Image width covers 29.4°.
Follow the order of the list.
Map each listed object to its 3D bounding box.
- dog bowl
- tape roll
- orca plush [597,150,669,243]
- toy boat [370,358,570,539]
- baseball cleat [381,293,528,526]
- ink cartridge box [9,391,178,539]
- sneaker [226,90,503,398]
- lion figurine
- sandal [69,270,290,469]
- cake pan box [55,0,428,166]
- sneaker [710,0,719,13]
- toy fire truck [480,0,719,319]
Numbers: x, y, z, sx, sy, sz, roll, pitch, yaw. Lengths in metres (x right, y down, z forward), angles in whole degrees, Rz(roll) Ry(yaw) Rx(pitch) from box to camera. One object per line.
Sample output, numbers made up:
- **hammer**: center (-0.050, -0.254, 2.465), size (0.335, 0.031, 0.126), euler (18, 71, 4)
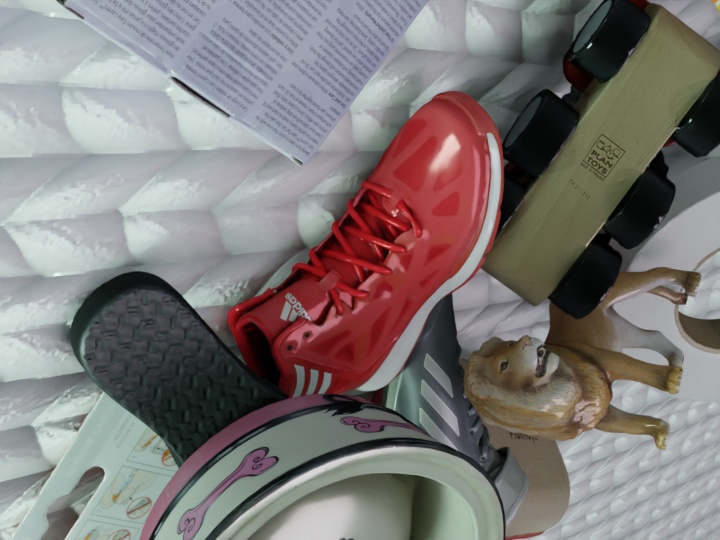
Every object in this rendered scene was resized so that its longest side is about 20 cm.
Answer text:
- **dog bowl**: center (-0.027, 0.151, 0.702), size (0.198, 0.074, 0.202), euler (-16, 126, -23)
- **tape roll**: center (0.263, 0.007, 0.958), size (0.200, 0.037, 0.204), euler (-6, 130, -7)
- **orca plush**: center (0.179, 0.003, 1.018), size (0.070, 0.106, 0.201), euler (-6, 153, -7)
- **toy boat**: center (0.056, 0.140, 0.976), size (0.130, 0.132, 0.199), euler (-28, 160, 22)
- **baseball cleat**: center (0.056, 0.091, 0.849), size (0.070, 0.105, 0.202), euler (-122, -140, -82)
- **ink cartridge box**: center (-0.114, 0.137, 0.791), size (0.199, 0.047, 0.161), euler (22, 107, -45)
- **sneaker**: center (0.000, 0.000, 0.738), size (0.115, 0.078, 0.201), euler (-18, 137, -48)
- **lion figurine**: center (0.140, 0.046, 0.852), size (0.200, 0.121, 0.073), euler (-50, 150, -62)
- **sandal**: center (-0.077, 0.071, 0.706), size (0.075, 0.048, 0.201), euler (-37, 126, -7)
- **cake pan box**: center (-0.024, -0.152, 0.543), size (0.185, 0.052, 0.200), euler (-55, 153, 4)
- **sneaker**: center (0.212, -0.212, 0.806), size (0.070, 0.090, 0.200), euler (-46, -177, 28)
- **toy fire truck**: center (0.145, -0.072, 0.849), size (0.177, 0.128, 0.200), euler (-55, -171, 11)
